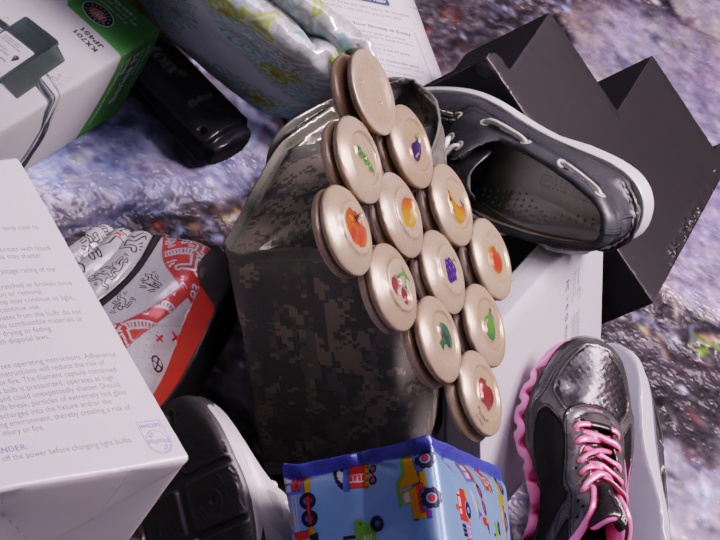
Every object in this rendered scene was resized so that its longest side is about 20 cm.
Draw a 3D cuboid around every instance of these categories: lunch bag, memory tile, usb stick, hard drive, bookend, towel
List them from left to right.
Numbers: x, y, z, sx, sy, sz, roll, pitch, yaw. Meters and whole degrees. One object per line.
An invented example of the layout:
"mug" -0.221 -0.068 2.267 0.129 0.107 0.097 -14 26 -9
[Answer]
"usb stick" -0.151 -0.147 1.821 0.200 0.033 0.055 46 34 11
"towel" -0.093 -0.168 1.743 0.200 0.171 0.048 35 80 -11
"lunch bag" 0.000 0.000 1.664 0.117 0.164 0.200 3 35 15
"memory tile" 0.033 -0.014 1.550 0.200 0.017 0.153 51 33 -38
"lunch bag" 0.049 0.179 1.529 0.200 0.094 0.151 18 63 -62
"hard drive" 0.102 0.061 1.722 0.027 0.132 0.200 11 29 22
"bookend" 0.137 -0.091 1.875 0.200 0.092 0.199 54 37 -16

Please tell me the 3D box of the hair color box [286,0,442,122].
"hair color box" -0.011 -0.158 1.916 0.100 0.061 0.200 9 46 -31

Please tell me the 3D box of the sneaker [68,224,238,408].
"sneaker" -0.150 0.058 1.594 0.108 0.067 0.202 17 53 13

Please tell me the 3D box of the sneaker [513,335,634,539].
"sneaker" 0.134 0.132 1.641 0.079 0.095 0.200 13 74 -20

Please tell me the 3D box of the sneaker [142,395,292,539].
"sneaker" -0.046 0.160 1.547 0.115 0.076 0.201 -11 77 -55

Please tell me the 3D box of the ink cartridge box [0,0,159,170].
"ink cartridge box" -0.241 -0.130 1.695 0.147 0.083 0.200 41 38 7

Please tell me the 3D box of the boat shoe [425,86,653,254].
"boat shoe" 0.082 -0.063 1.733 0.200 0.076 0.060 16 22 28

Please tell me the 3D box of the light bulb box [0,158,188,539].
"light bulb box" -0.217 0.082 1.401 0.125 0.198 0.200 -5 53 -43

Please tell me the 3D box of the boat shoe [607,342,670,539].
"boat shoe" 0.161 0.145 1.732 0.066 0.070 0.200 49 32 -53
